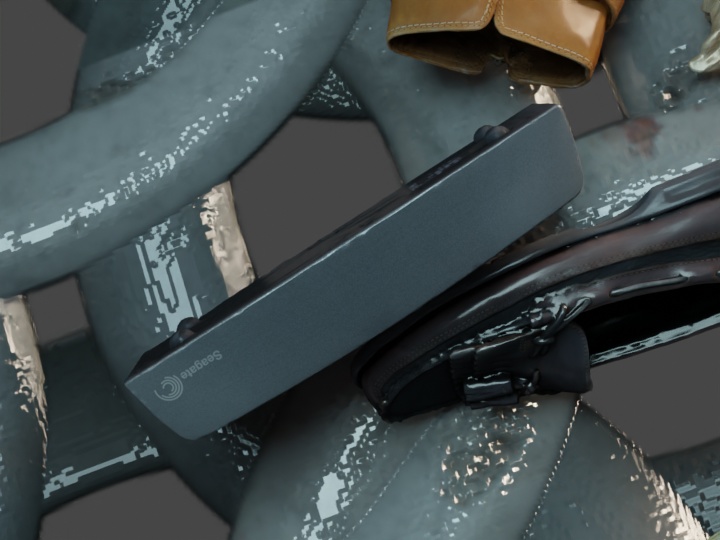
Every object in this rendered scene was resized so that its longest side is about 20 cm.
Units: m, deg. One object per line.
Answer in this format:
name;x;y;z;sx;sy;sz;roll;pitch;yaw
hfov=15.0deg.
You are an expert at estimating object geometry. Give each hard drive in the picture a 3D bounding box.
hard drive;0.000;0.000;1.107;0.200;0.135;0.042;-33;93;0

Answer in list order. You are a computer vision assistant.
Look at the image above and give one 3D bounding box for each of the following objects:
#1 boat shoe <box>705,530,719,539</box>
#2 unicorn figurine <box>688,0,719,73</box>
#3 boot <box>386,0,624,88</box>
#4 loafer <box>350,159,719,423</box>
boat shoe;0.175;0.109;1.056;0.199;0.072;0.062;-20;51;-6
unicorn figurine;0.230;-0.148;1.136;0.199;0.074;0.138;-5;56;18
boot;0.029;-0.163;1.192;0.199;0.074;0.155;9;68;16
loafer;0.095;0.018;1.107;0.199;0.072;0.063;-26;68;-1
